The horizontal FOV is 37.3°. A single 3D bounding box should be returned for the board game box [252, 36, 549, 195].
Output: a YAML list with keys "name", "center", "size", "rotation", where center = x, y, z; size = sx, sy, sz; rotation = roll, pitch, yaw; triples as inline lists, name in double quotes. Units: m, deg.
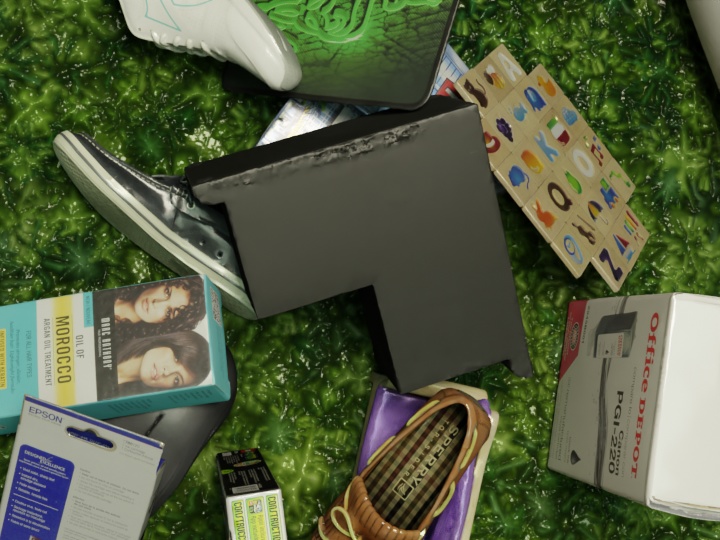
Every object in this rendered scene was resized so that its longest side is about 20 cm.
- name: "board game box"
  center: [0.036, -0.092, 0.837]
  size: [0.199, 0.062, 0.201]
  rotation: [36, 81, -7]

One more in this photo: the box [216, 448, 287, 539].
- name: "box"
  center: [-0.073, 0.190, 0.731]
  size: [0.034, 0.200, 0.111]
  rotation: [-7, 89, -10]

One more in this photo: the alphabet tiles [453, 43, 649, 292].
- name: "alphabet tiles"
  center: [0.153, -0.083, 0.835]
  size: [0.200, 0.006, 0.166]
  rotation: [51, 40, -5]

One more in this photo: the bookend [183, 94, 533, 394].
- name: "bookend"
  center: [0.000, 0.000, 0.756]
  size: [0.197, 0.092, 0.202]
  rotation: [-18, 106, -9]

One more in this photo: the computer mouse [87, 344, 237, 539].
- name: "computer mouse"
  center: [-0.160, 0.133, 0.791]
  size: [0.138, 0.053, 0.201]
  rotation: [32, 82, -7]

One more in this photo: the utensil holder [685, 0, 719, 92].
- name: "utensil holder"
  center: [0.358, -0.203, 0.854]
  size: [0.169, 0.170, 0.202]
  rotation: [-21, 90, -11]

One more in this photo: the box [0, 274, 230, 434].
- name: "box"
  center: [-0.196, 0.062, 0.755]
  size: [0.198, 0.049, 0.083]
  rotation: [-9, 71, 3]

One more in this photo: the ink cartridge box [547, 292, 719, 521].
- name: "ink cartridge box"
  center: [0.217, 0.095, 0.793]
  size: [0.084, 0.200, 0.147]
  rotation: [9, 85, -10]

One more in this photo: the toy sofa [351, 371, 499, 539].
- name: "toy sofa"
  center: [0.034, 0.180, 0.805]
  size: [0.082, 0.098, 0.202]
  rotation: [14, 85, -11]

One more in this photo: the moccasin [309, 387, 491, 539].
- name: "moccasin"
  center: [0.018, 0.170, 0.737]
  size: [0.074, 0.078, 0.202]
  rotation: [43, 93, 14]

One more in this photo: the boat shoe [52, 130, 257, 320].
- name: "boat shoe"
  center: [-0.139, -0.043, 0.796]
  size: [0.199, 0.075, 0.063]
  rotation: [37, 73, -10]

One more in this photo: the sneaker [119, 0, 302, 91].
- name: "sneaker"
  center: [-0.123, -0.188, 0.795]
  size: [0.200, 0.070, 0.080]
  rotation: [44, 94, 19]

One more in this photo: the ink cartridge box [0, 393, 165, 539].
- name: "ink cartridge box"
  center: [-0.196, 0.168, 0.733]
  size: [0.099, 0.039, 0.201]
  rotation: [21, 118, -2]

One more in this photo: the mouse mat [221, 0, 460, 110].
- name: "mouse mat"
  center: [-0.011, -0.201, 0.790]
  size: [0.008, 0.199, 0.162]
  rotation: [26, 79, -53]
